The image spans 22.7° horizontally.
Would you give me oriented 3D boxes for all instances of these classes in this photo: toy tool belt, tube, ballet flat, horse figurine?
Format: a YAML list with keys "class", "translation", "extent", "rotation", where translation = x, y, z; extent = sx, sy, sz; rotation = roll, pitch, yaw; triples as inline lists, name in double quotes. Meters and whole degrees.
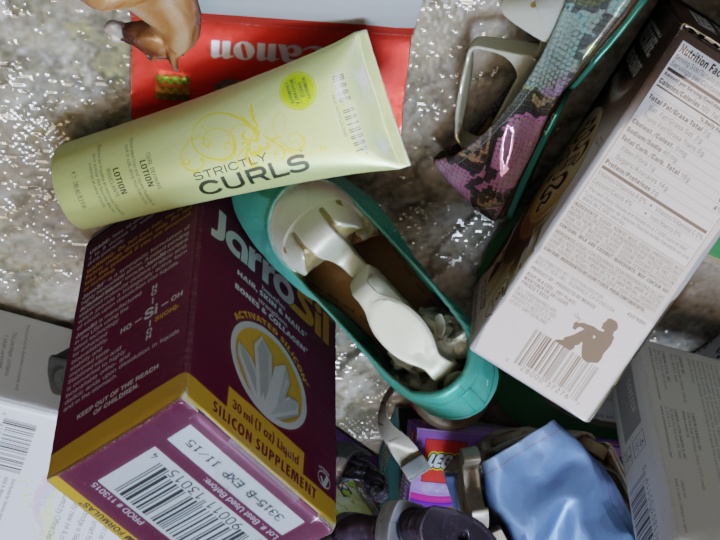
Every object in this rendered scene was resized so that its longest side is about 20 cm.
- class: "toy tool belt"
  translation: [0.098, 0.136, 1.019]
  extent: [0.124, 0.123, 0.201]
  rotation: [-31, 97, -5]
- class: "tube"
  translation: [-0.075, -0.071, 0.987]
  extent: [0.199, 0.052, 0.058]
  rotation: [-13, 146, 20]
- class: "ballet flat"
  translation: [0.095, -0.114, 0.967]
  extent: [0.071, 0.069, 0.201]
  rotation: [30, 126, 0]
- class: "horse figurine"
  translation: [-0.117, -0.183, 0.852]
  extent: [0.132, 0.050, 0.201]
  rotation: [18, 130, -13]
- class: "ballet flat"
  translation: [0.000, 0.000, 0.990]
  extent: [0.067, 0.200, 0.070]
  rotation: [-44, 166, -1]

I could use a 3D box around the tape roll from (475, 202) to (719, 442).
- class: "tape roll"
  translation: [0.169, 0.027, 1.092]
  extent: [0.199, 0.048, 0.202]
  rotation: [-1, 130, -1]

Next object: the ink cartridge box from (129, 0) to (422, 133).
- class: "ink cartridge box"
  translation: [-0.046, -0.146, 0.942]
  extent: [0.161, 0.050, 0.201]
  rotation: [4, 127, -3]

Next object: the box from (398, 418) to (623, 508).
- class: "box"
  translation: [0.119, 0.171, 1.107]
  extent: [0.198, 0.039, 0.138]
  rotation: [6, 93, -9]

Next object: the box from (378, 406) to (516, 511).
- class: "box"
  translation: [0.113, 0.151, 1.172]
  extent: [0.198, 0.083, 0.049]
  rotation: [11, 130, -10]

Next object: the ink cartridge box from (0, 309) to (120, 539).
- class: "ink cartridge box"
  translation: [-0.189, 0.116, 1.137]
  extent: [0.199, 0.086, 0.148]
  rotation: [16, 128, -16]

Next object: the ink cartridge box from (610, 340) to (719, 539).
- class: "ink cartridge box"
  translation: [0.250, 0.131, 1.044]
  extent: [0.199, 0.162, 0.050]
  rotation: [16, 129, -15]

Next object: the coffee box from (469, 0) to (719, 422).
- class: "coffee box"
  translation: [0.142, -0.036, 0.951]
  extent: [0.079, 0.113, 0.201]
  rotation: [31, 106, -4]

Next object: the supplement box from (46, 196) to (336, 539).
- class: "supplement box"
  translation: [-0.088, 0.061, 1.016]
  extent: [0.103, 0.201, 0.131]
  rotation: [-32, 124, 23]

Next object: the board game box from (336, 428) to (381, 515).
- class: "board game box"
  translation: [0.006, 0.175, 1.167]
  extent: [0.032, 0.121, 0.200]
  rotation: [-37, 121, 27]

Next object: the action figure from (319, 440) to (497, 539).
- class: "action figure"
  translation: [-0.013, 0.160, 1.001]
  extent: [0.069, 0.131, 0.199]
  rotation: [23, 169, -39]
